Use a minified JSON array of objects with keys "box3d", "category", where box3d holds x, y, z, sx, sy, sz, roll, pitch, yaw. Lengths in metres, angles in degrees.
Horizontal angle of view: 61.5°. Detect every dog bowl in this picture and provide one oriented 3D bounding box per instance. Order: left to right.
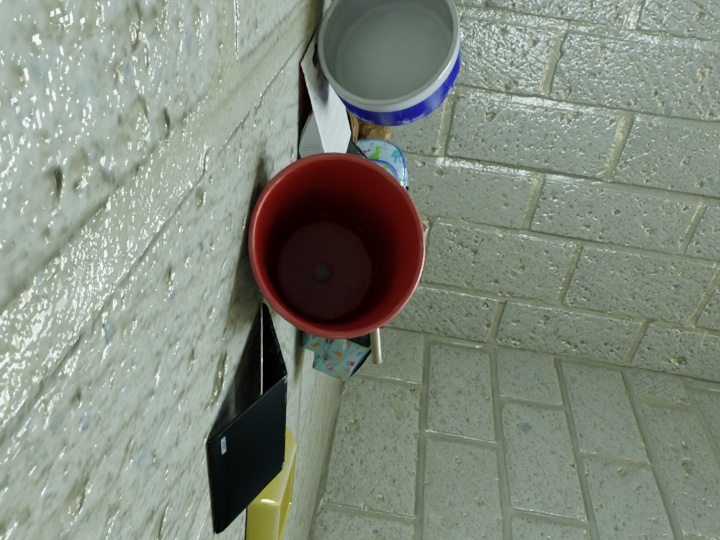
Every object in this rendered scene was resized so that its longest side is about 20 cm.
[{"box3d":[0.043,-0.313,0.858,0.079,0.197,0.203,38,60,-73],"category":"dog bowl"}]

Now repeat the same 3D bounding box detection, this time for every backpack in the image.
[{"box3d":[-0.041,0.122,1.252,0.177,0.151,0.201,-80,-174,-45],"category":"backpack"},{"box3d":[0.024,-0.197,1.388,0.147,0.180,0.203,-70,164,-83],"category":"backpack"}]

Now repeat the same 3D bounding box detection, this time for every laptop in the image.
[{"box3d":[-0.144,0.176,0.746,0.201,0.102,0.179,-117,-153,-47],"category":"laptop"}]

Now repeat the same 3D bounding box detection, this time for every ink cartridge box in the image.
[{"box3d":[-0.065,-0.248,0.911,0.162,0.049,0.202,-79,158,-46],"category":"ink cartridge box"}]

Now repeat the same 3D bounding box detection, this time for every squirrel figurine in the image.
[{"box3d":[0.022,-0.307,1.576,0.187,0.139,0.203,-99,-161,-76],"category":"squirrel figurine"}]

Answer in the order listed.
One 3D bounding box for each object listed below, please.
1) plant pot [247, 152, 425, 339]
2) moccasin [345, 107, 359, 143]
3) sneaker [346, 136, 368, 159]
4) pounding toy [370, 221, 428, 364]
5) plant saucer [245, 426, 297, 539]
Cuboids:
[{"box3d":[-0.037,-0.014,0.726,0.177,0.197,0.204,132,-32,-76],"category":"plant pot"},{"box3d":[-0.037,-0.213,1.167,0.078,0.073,0.204,49,52,-75],"category":"moccasin"},{"box3d":[-0.049,-0.189,1.064,0.104,0.060,0.200,-47,-142,14],"category":"sneaker"},{"box3d":[0.000,0.000,0.902,0.185,0.199,0.142,-53,170,-14],"category":"pounding toy"},{"box3d":[-0.147,0.393,1.029,0.201,0.048,0.203,-77,176,-64],"category":"plant saucer"}]
